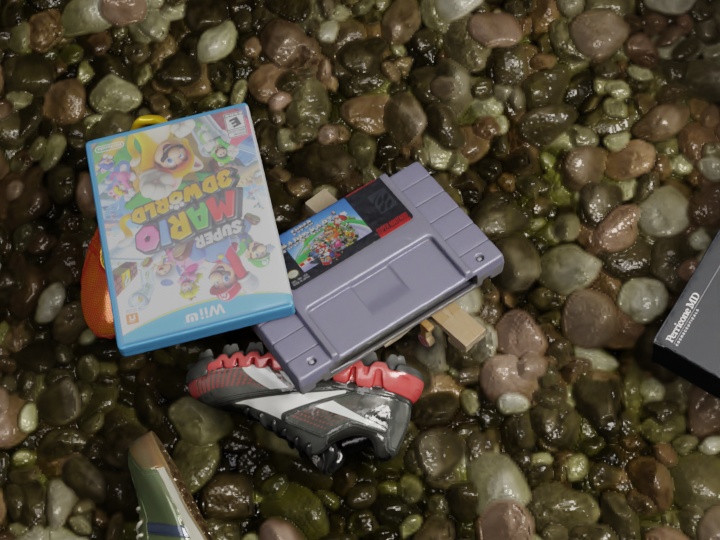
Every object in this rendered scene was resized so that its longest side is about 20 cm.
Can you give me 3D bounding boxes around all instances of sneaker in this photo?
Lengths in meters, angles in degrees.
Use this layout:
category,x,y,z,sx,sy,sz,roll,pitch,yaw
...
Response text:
category,x,y,z,sx,sy,sz,roll,pitch,yaw
sneaker,-0.051,0.114,1.155,0.200,0.071,0.098,5,73,10
sneaker,-0.206,-0.041,1.227,0.073,0.077,0.201,9,78,11
sneaker,-0.161,0.236,1.142,0.090,0.067,0.201,-29,74,-4

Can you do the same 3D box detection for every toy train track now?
category,x,y,z,sx,sy,sz,roll,pitch,yaw
toy train track,0.027,0.003,1.191,0.115,0.033,0.200,-38,62,-19

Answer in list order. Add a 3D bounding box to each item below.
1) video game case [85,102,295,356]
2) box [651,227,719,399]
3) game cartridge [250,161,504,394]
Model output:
category,x,y,z,sx,sy,sz,roll,pitch,yaw
video game case,-0.142,-0.037,1.158,0.143,0.018,0.201,-14,62,-2
box,0.338,0.013,1.108,0.141,0.079,0.200,31,82,14
game cartridge,0.000,0.000,1.157,0.200,0.038,0.130,-31,63,-15
